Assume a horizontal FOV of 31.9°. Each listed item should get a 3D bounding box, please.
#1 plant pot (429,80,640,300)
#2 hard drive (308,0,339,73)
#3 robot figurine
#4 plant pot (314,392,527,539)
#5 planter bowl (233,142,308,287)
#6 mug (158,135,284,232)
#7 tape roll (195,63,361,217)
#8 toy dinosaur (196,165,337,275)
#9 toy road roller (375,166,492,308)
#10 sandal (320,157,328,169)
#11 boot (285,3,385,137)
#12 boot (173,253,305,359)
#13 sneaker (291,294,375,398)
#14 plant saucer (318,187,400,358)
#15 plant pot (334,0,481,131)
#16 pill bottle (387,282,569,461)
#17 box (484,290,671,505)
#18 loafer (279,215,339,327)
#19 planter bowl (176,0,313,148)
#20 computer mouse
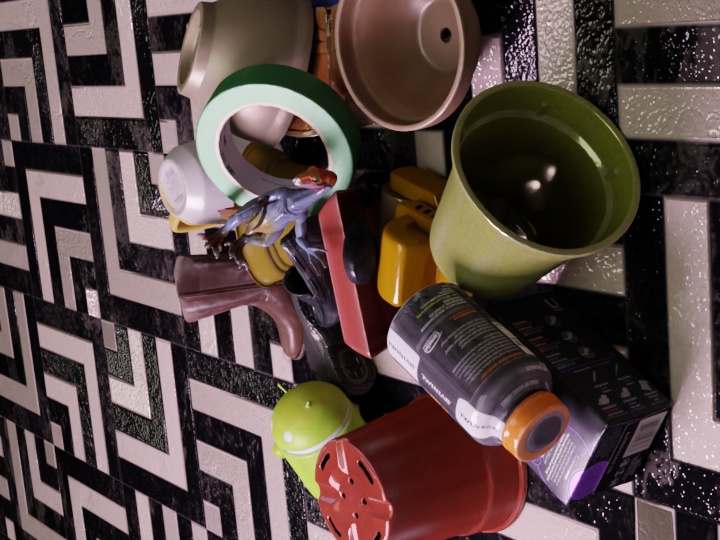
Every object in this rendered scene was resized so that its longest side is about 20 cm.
[{"bbox_3d":[0.160,-0.064,1.318,0.201,0.200,0.184,64,153,18],"label":"plant pot"},{"bbox_3d":[-0.038,-0.290,1.639,0.200,0.025,0.132,0,101,54],"label":"hard drive"},{"bbox_3d":[-0.045,0.232,1.704,0.175,0.116,0.200,18,146,52],"label":"robot figurine"},{"bbox_3d":[0.064,0.250,1.527,0.201,0.195,0.202,22,118,49],"label":"plant pot"},{"bbox_3d":[-0.094,-0.078,1.698,0.083,0.200,0.201,-2,101,18],"label":"planter bowl"},{"bbox_3d":[-0.207,-0.115,1.820,0.149,0.153,0.187,37,129,41],"label":"mug"},{"bbox_3d":[-0.100,-0.154,1.540,0.200,0.048,0.201,9,131,10],"label":"tape roll"},{"bbox_3d":[-0.105,-0.080,1.479,0.181,0.105,0.200,-40,43,18],"label":"toy dinosaur"},{"bbox_3d":[0.065,-0.031,1.476,0.200,0.146,0.123,33,126,44],"label":"toy road roller"},{"bbox_3d":[-0.029,-0.050,1.664,0.076,0.043,0.201,43,-146,-76],"label":"sandal"},{"bbox_3d":[-0.041,-0.251,1.573,0.200,0.074,0.155,-6,100,42],"label":"boot"},{"bbox_3d":[-0.174,0.056,1.787,0.064,0.199,0.187,7,107,53],"label":"boot"},{"bbox_3d":[-0.054,0.091,1.747,0.091,0.076,0.201,-44,64,56],"label":"sneaker"},{"bbox_3d":[0.000,0.000,1.551,0.037,0.200,0.200,-11,92,15],"label":"plant saucer"},{"bbox_3d":[0.071,-0.263,1.430,0.200,0.093,0.202,16,113,44],"label":"plant pot"},{"bbox_3d":[0.124,0.107,1.293,0.200,0.106,0.107,44,133,39],"label":"pill bottle"},{"bbox_3d":[0.214,0.133,1.357,0.200,0.106,0.123,47,133,36],"label":"box"},{"bbox_3d":[-0.065,0.009,1.602,0.068,0.070,0.201,57,166,34],"label":"loafer"},{"bbox_3d":[-0.156,-0.268,1.606,0.200,0.134,0.201,-168,90,-71],"label":"planter bowl"},{"bbox_3d":[0.010,-0.055,1.489,0.034,0.200,0.059,-12,128,17],"label":"computer mouse"}]
